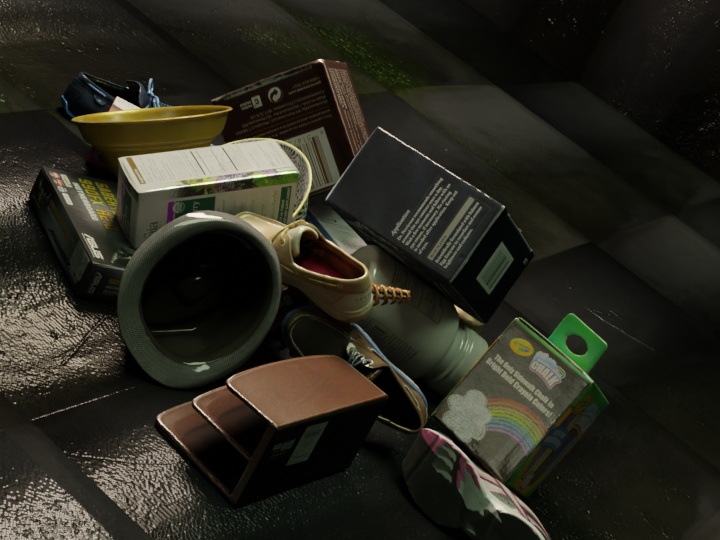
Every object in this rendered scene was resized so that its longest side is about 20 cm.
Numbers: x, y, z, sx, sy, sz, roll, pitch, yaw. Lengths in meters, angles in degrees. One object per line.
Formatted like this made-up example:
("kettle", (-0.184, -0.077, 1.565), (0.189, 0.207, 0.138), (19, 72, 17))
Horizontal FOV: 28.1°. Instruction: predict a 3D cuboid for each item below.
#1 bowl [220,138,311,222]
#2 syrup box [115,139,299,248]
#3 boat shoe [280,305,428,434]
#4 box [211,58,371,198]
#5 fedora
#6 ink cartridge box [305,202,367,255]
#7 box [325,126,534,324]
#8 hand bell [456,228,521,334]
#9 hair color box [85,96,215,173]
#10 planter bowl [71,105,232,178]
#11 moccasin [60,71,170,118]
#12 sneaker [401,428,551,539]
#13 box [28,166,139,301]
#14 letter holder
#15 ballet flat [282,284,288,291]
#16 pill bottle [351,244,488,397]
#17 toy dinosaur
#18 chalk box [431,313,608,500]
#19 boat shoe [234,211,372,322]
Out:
("bowl", (-0.145, -0.065, 1.814), (0.199, 0.095, 0.202), (-10, 45, 10))
("syrup box", (-0.179, -0.090, 1.675), (0.199, 0.079, 0.082), (-10, 40, -25))
("boat shoe", (-0.001, 0.110, 1.602), (0.199, 0.072, 0.072), (35, 4, -12))
("box", (-0.083, -0.182, 1.957), (0.200, 0.165, 0.165), (-41, 112, -79))
("fedora", (-0.184, 0.027, 1.570), (0.177, 0.200, 0.090), (54, -19, -21))
("ink cartridge box", (0.000, 0.000, 1.921), (0.136, 0.077, 0.200), (8, 30, -43))
("box", (0.089, -0.052, 1.782), (0.199, 0.118, 0.197), (35, -4, 24))
("hand bell", (0.157, 0.026, 1.899), (0.104, 0.201, 0.104), (25, 22, -11))
("hair color box", (-0.256, -0.147, 1.927), (0.199, 0.064, 0.111), (25, 24, -10))
("planter bowl", (-0.255, -0.154, 1.788), (0.199, 0.084, 0.200), (-3, 11, 1))
("moccasin", (-0.318, -0.229, 2.011), (0.199, 0.068, 0.081), (4, 34, -47))
("sneaker", (0.129, 0.257, 1.580), (0.200, 0.080, 0.086), (47, 15, 18))
("box", (-0.284, -0.036, 1.685), (0.158, 0.049, 0.200), (11, 30, -38))
("letter holder", (-0.094, 0.141, 1.492), (0.142, 0.101, 0.199), (39, 24, 25))
("ballet flat", (-0.093, 0.022, 1.756), (0.069, 0.070, 0.200), (42, -1, 25))
("pill bottle", (0.057, 0.068, 1.782), (0.200, 0.114, 0.115), (37, 20, -20))
("toy dinosaur", (-0.045, 0.060, 1.658), (0.199, 0.137, 0.102), (-5, 27, 27))
("chalk box", (0.202, 0.145, 1.674), (0.124, 0.200, 0.124), (42, -1, 25))
("boat shoe", (-0.066, -0.021, 1.611), (0.199, 0.070, 0.074), (30, 48, 21))
